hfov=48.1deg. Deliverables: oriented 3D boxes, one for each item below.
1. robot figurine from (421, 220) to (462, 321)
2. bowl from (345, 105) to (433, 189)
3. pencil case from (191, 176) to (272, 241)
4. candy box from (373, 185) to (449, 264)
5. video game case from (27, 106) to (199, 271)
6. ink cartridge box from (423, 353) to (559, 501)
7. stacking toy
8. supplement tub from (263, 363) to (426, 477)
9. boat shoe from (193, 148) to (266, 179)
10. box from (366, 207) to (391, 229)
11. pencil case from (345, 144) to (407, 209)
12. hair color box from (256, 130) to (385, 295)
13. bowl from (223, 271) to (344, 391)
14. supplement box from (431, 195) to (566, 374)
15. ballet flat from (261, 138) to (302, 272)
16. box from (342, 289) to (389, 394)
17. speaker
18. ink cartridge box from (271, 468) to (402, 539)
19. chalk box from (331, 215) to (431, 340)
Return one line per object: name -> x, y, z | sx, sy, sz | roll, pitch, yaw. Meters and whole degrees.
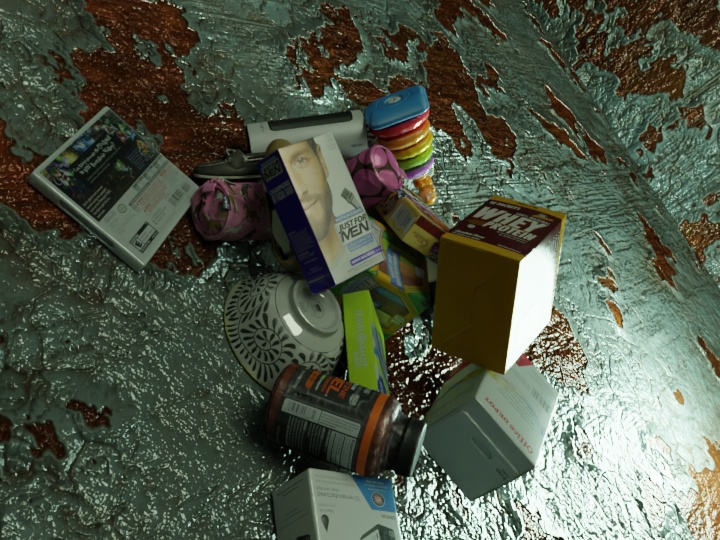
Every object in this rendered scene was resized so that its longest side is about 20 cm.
robot figurine -> 0.159, 0.002, 1.463 | 0.200, 0.123, 0.152 | 47, 35, -35
bowl -> 0.028, -0.200, 1.491 | 0.200, 0.200, 0.095 | 41, 75, -15
pencil case -> -0.161, -0.093, 1.228 | 0.199, 0.087, 0.083 | -6, 56, -54
candy box -> 0.082, -0.093, 1.356 | 0.116, 0.057, 0.200 | 31, 13, -36
video game case -> -0.329, -0.117, 1.111 | 0.181, 0.023, 0.201 | 42, 36, -15
ink cartridge box -> 0.207, 0.235, 1.304 | 0.146, 0.144, 0.200 | 48, 34, -3
stacking toy -> 0.087, -0.199, 1.370 | 0.117, 0.108, 0.202 | -92, 162, -60
supplement tub -> -0.018, 0.198, 1.036 | 0.197, 0.108, 0.107 | 17, 34, 11
boat shoe -> -0.163, -0.173, 1.260 | 0.196, 0.067, 0.058 | -4, 102, -20
box -> -0.018, -0.101, 1.412 | 0.200, 0.075, 0.050 | 43, 33, -11
pencil case -> -0.022, -0.122, 1.318 | 0.093, 0.198, 0.092 | -4, 72, -56
hair color box -> -0.054, -0.082, 1.138 | 0.109, 0.064, 0.203 | -26, 93, -41
bowl -> -0.088, 0.072, 1.156 | 0.199, 0.094, 0.203 | 31, 38, -28
supplement box -> 0.222, 0.016, 1.291 | 0.131, 0.201, 0.199 | 18, 31, 28
ballet flat -> -0.109, -0.099, 1.168 | 0.063, 0.068, 0.204 | 8, 67, -67
box -> 0.010, 0.145, 1.194 | 0.123, 0.047, 0.202 | 72, 10, -50
speaker -> -0.091, -0.213, 1.337 | 0.196, 0.082, 0.082 | -9, 58, -9
ink cartridge box -> -0.019, 0.358, 0.982 | 0.144, 0.083, 0.203 | 20, 45, -38
chalk box -> 0.000, 0.000, 1.295 | 0.198, 0.123, 0.126 | 29, 40, -30
